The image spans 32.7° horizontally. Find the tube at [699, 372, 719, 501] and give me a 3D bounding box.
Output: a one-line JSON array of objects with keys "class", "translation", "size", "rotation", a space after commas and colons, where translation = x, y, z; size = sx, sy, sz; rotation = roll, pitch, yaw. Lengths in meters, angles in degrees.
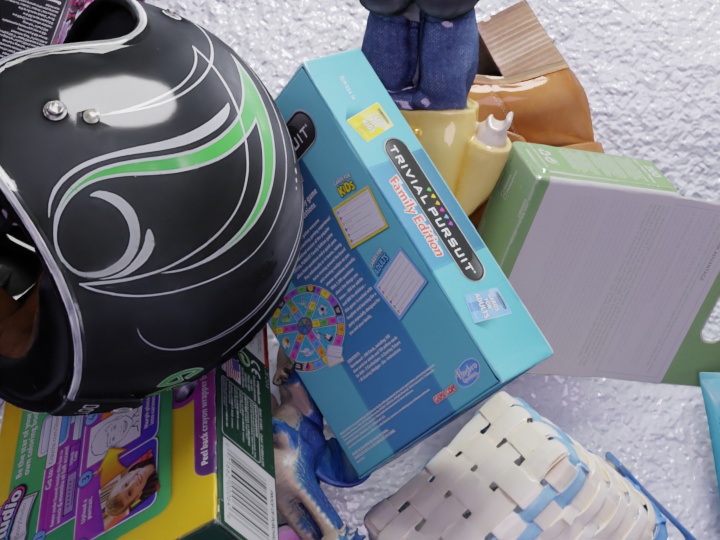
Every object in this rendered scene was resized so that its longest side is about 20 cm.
[{"class": "tube", "translation": [0.265, 0.165, 0.797], "size": [0.077, 0.050, 0.200], "rotation": [-3, 95, 31]}]

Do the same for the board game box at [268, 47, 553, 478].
[{"class": "board game box", "translation": [0.000, 0.000, 0.702], "size": [0.047, 0.151, 0.200], "rotation": [-23, 77, -40]}]

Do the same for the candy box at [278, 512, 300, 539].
[{"class": "candy box", "translation": [-0.120, 0.242, 0.784], "size": [0.200, 0.061, 0.137], "rotation": [-13, 90, -4]}]

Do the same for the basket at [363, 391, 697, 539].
[{"class": "basket", "translation": [0.113, 0.183, 0.767], "size": [0.176, 0.139, 0.200], "rotation": [-42, 118, -5]}]

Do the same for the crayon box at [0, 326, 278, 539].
[{"class": "crayon box", "translation": [-0.134, 0.116, 0.701], "size": [0.172, 0.200, 0.058], "rotation": [-31, 125, 17]}]

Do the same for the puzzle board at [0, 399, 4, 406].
[{"class": "puzzle board", "translation": [-0.300, 0.017, 0.767], "size": [0.200, 0.017, 0.151], "rotation": [38, 120, -1]}]

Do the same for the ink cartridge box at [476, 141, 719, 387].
[{"class": "ink cartridge box", "translation": [0.166, 0.002, 0.778], "size": [0.200, 0.048, 0.146], "rotation": [5, 123, -22]}]

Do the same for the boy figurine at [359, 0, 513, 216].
[{"class": "boy figurine", "translation": [0.027, -0.071, 0.727], "size": [0.124, 0.064, 0.200], "rotation": [10, 114, 15]}]

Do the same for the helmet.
[{"class": "helmet", "translation": [-0.123, -0.037, 0.637], "size": [0.191, 0.200, 0.200], "rotation": [-33, 90, -41]}]

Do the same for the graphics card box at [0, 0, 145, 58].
[{"class": "graphics card box", "translation": [-0.179, -0.163, 0.761], "size": [0.051, 0.125, 0.200], "rotation": [18, 87, 6]}]

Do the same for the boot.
[{"class": "boot", "translation": [0.061, -0.066, 0.803], "size": [0.200, 0.077, 0.155], "rotation": [-28, 94, -9]}]

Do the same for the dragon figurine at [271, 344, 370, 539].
[{"class": "dragon figurine", "translation": [-0.031, 0.111, 0.761], "size": [0.059, 0.200, 0.099], "rotation": [-36, 111, 24]}]
